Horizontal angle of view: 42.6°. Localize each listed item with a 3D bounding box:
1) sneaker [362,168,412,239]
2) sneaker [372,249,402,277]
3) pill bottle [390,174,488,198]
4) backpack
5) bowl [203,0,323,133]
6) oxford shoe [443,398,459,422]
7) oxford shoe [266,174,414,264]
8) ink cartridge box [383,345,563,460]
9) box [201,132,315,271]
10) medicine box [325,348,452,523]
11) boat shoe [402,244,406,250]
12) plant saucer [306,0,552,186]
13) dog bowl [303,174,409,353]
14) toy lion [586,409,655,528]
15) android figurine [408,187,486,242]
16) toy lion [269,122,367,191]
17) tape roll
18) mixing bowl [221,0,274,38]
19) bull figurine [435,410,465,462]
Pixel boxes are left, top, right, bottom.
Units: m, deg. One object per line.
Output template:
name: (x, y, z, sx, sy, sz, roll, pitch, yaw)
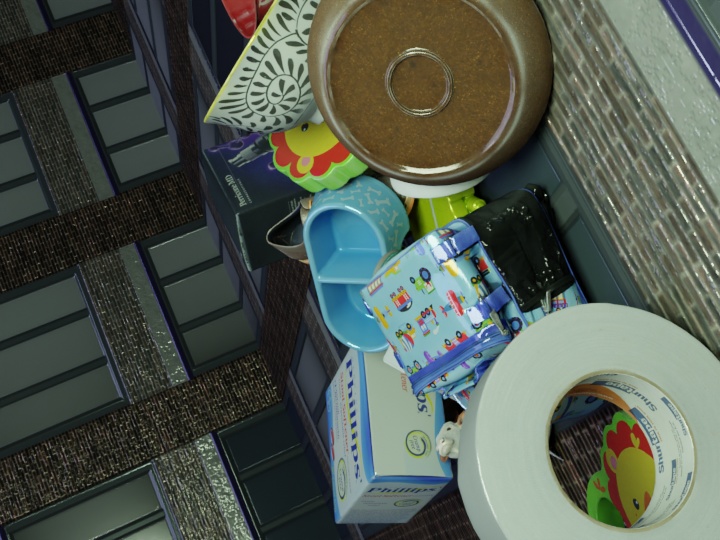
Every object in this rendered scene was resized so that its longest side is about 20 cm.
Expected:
sneaker: (0.004, -0.136, 1.093, 0.104, 0.075, 0.202, 29, 143, 59)
sneaker: (0.097, 0.046, 0.941, 0.199, 0.072, 0.080, 39, 168, -34)
pill bottle: (0.054, -0.173, 0.793, 0.114, 0.113, 0.202, 44, 151, 57)
backpack: (0.116, 0.055, 0.807, 0.202, 0.134, 0.182, 62, 146, 3)
bowl: (-0.052, -0.197, 0.845, 0.094, 0.202, 0.201, 31, 171, -12)
oxford shoe: (0.113, 0.192, 1.224, 0.072, 0.071, 0.201, 29, 146, 10)
oxford shoe: (-0.024, -0.056, 1.011, 0.199, 0.072, 0.072, -28, 62, 40)
ink cartridge box: (0.125, 0.131, 0.963, 0.199, 0.040, 0.099, 32, 174, -27)
box: (-0.091, -0.112, 1.225, 0.148, 0.198, 0.105, 55, 160, 40)
medicine box: (0.029, 0.200, 1.152, 0.201, 0.101, 0.184, 115, 153, -57)
boat shoe: (0.017, -0.015, 1.063, 0.199, 0.075, 0.061, 22, 116, 38)
plant saucer: (0.048, -0.150, 0.720, 0.035, 0.197, 0.202, -63, -34, -54)
dog bowl: (0.000, 0.000, 0.972, 0.110, 0.050, 0.202, 2, 122, 25)
toy lion: (0.243, 0.209, 0.768, 0.200, 0.068, 0.194, 147, 108, -75)
android figurine: (0.085, -0.066, 0.975, 0.200, 0.041, 0.184, -144, 36, -65)
toy lion: (-0.028, -0.188, 0.942, 0.191, 0.201, 0.068, 41, -171, 40)
tape roll: (0.168, 0.129, 0.636, 0.202, 0.198, 0.066, 64, 165, 17)
mixing bowl: (-0.116, -0.392, 1.107, 0.200, 0.107, 0.203, 159, 90, -76)
bull figurine: (0.156, 0.241, 1.024, 0.200, 0.065, 0.122, 48, -179, -40)
